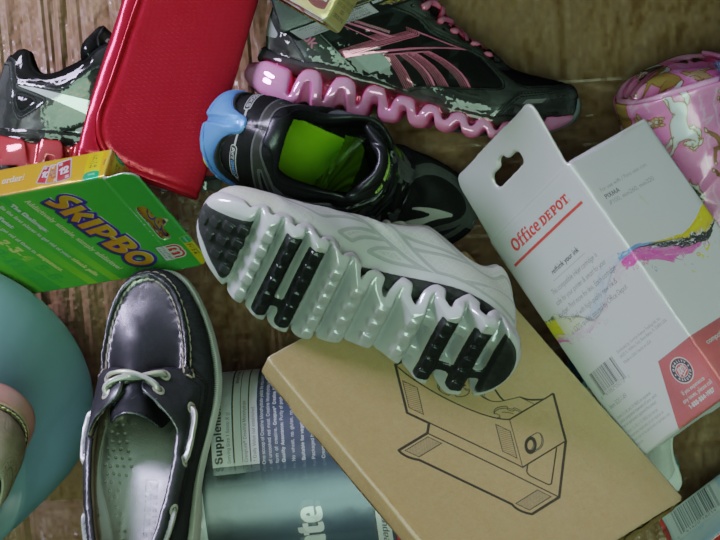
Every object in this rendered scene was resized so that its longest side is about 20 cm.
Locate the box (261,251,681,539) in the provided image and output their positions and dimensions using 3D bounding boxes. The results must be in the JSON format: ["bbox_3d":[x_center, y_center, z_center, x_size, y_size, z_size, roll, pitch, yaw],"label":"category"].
[{"bbox_3d":[0.065,0.094,1.658,0.200,0.163,0.021,49,143,18],"label":"box"}]

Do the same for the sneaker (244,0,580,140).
[{"bbox_3d":[0.035,-0.130,1.708,0.200,0.079,0.096,10,93,-2],"label":"sneaker"}]

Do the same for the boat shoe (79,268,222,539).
[{"bbox_3d":[-0.125,0.090,1.650,0.074,0.060,0.200,0,74,17],"label":"boat shoe"}]

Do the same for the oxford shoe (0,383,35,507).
[{"bbox_3d":[-0.255,0.150,1.650,0.071,0.074,0.200,25,121,-15],"label":"oxford shoe"}]

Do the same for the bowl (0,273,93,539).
[{"bbox_3d":[-0.264,0.100,1.726,0.201,0.105,0.201,1,122,2],"label":"bowl"}]

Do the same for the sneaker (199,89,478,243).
[{"bbox_3d":[-0.003,-0.051,1.686,0.200,0.083,0.071,22,84,-41],"label":"sneaker"}]

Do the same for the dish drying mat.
[{"bbox_3d":[-0.102,-0.147,1.687,0.077,0.018,0.200,18,78,-10],"label":"dish drying mat"}]

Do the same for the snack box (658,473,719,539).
[{"bbox_3d":[0.302,0.145,1.750,0.200,0.053,0.142,-39,121,11],"label":"snack box"}]

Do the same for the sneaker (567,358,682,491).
[{"bbox_3d":[0.150,0.137,1.764,0.081,0.077,0.200,13,107,-8],"label":"sneaker"}]

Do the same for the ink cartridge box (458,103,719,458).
[{"bbox_3d":[0.151,-0.005,1.675,0.067,0.116,0.200,-30,82,-31],"label":"ink cartridge box"}]

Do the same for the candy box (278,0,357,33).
[{"bbox_3d":[-0.016,-0.248,1.611,0.115,0.055,0.200,29,92,9],"label":"candy box"}]

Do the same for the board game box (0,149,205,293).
[{"bbox_3d":[-0.195,-0.023,1.703,0.200,0.030,0.096,-7,144,27],"label":"board game box"}]

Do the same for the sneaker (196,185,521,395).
[{"bbox_3d":[0.000,0.000,1.649,0.200,0.081,0.075,25,132,-12],"label":"sneaker"}]

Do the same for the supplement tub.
[{"bbox_3d":[-0.045,0.126,1.733,0.200,0.140,0.141,-6,104,4],"label":"supplement tub"}]

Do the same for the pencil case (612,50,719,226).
[{"bbox_3d":[0.217,-0.029,1.716,0.086,0.083,0.200,-13,103,22],"label":"pencil case"}]

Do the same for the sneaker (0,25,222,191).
[{"bbox_3d":[-0.126,-0.096,1.718,0.200,0.071,0.098,1,94,-5],"label":"sneaker"}]

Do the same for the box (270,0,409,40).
[{"bbox_3d":[0.018,-0.258,1.658,0.198,0.050,0.200,-20,85,6],"label":"box"}]
